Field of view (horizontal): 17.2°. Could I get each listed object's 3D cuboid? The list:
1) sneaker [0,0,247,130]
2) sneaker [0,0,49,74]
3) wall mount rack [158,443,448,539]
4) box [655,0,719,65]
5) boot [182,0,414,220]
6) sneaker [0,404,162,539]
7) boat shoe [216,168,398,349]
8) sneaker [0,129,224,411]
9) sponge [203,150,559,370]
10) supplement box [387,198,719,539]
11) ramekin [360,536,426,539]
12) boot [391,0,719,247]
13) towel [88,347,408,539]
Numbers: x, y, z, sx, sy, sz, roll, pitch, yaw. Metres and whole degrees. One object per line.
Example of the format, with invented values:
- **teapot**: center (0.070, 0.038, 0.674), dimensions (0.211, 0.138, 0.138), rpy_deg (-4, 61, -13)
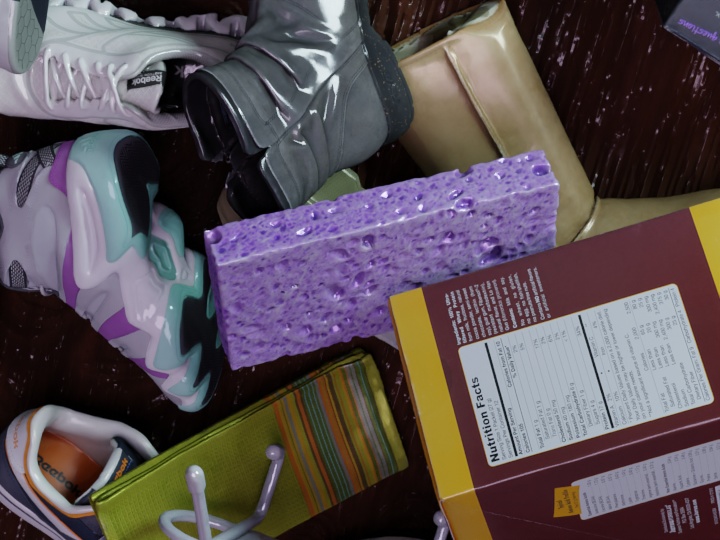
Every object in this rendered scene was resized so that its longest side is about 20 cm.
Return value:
- **sneaker**: center (-0.146, -0.117, 1.402), dimensions (0.198, 0.081, 0.076), rpy_deg (1, 112, 4)
- **sneaker**: center (-0.242, -0.227, 1.368), dimensions (0.145, 0.077, 0.204), rpy_deg (13, 93, 13)
- **wall mount rack**: center (-0.028, 0.155, 1.373), dimensions (0.199, 0.174, 0.075), rpy_deg (20, 99, 13)
- **box**: center (0.261, -0.204, 1.328), dimensions (0.106, 0.122, 0.201), rpy_deg (31, 109, -8)
- **boot**: center (-0.053, -0.133, 1.336), dimensions (0.070, 0.131, 0.201), rpy_deg (-16, 106, 49)
- **sneaker**: center (-0.140, 0.155, 1.490), dimensions (0.199, 0.079, 0.079), rpy_deg (31, 146, -8)
- **boat shoe**: center (0.000, 0.000, 1.448), dimensions (0.200, 0.075, 0.068), rpy_deg (44, 127, -15)
- **sneaker**: center (-0.170, 0.003, 1.458), dimensions (0.139, 0.078, 0.201), rpy_deg (-3, 123, 24)
- **sponge**: center (0.013, -0.004, 1.353), dimensions (0.199, 0.030, 0.112), rpy_deg (-14, 146, -8)
- **supplement box**: center (0.139, 0.088, 1.380), dimensions (0.199, 0.133, 0.198), rpy_deg (-16, 149, 4)
- **ramekin**: center (0.021, 0.267, 1.514), dimensions (0.199, 0.098, 0.202), rpy_deg (2, 118, 4)
- **boot**: center (0.120, -0.070, 1.415), dimensions (0.174, 0.066, 0.201), rpy_deg (-27, 106, 11)
- **towel**: center (-0.065, 0.129, 1.472), dimensions (0.199, 0.018, 0.087), rpy_deg (-28, 109, -18)
